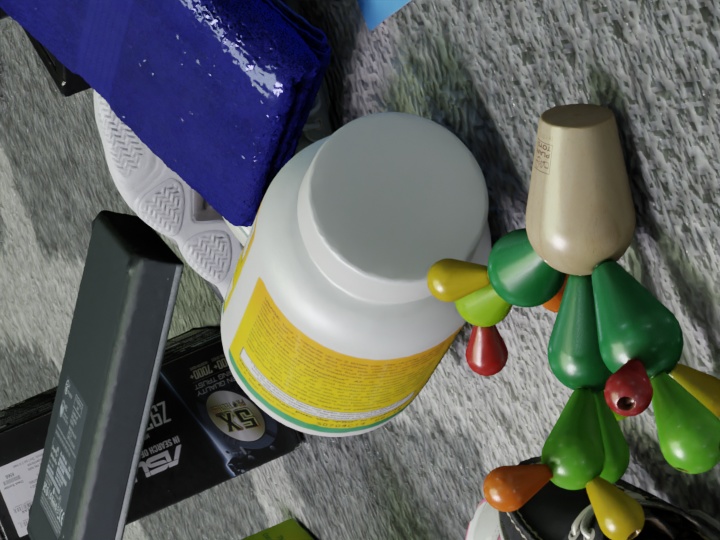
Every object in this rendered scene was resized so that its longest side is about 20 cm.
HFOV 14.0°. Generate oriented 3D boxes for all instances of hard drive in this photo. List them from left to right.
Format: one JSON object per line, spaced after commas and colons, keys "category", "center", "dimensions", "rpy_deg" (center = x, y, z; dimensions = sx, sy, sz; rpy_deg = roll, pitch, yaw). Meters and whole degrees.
{"category": "hard drive", "center": [-0.149, 0.075, 1.691], "dimensions": [0.140, 0.033, 0.200], "rpy_deg": [-139, 60, -71]}

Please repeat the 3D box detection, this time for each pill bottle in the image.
{"category": "pill bottle", "center": [0.000, 0.000, 1.400], "dimensions": [0.113, 0.113, 0.200], "rpy_deg": [64, 162, 14]}

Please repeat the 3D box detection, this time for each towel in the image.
{"category": "towel", "center": [-0.101, -0.127, 1.468], "dimensions": [0.200, 0.050, 0.148], "rpy_deg": [44, 150, 14]}

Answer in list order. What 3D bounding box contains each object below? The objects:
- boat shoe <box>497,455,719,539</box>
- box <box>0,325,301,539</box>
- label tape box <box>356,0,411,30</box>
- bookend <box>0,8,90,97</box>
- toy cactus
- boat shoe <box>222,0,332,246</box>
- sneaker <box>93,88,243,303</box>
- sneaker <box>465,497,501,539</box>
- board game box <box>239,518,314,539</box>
{"category": "boat shoe", "center": [0.121, 0.127, 1.237], "dimensions": [0.200, 0.074, 0.060], "rpy_deg": [45, 162, 46]}
{"category": "box", "center": [-0.160, 0.110, 1.868], "dimensions": [0.086, 0.200, 0.164], "rpy_deg": [68, 163, -5]}
{"category": "label tape box", "center": [-0.040, -0.207, 1.354], "dimensions": [0.200, 0.063, 0.144], "rpy_deg": [68, 164, 1]}
{"category": "bookend", "center": [-0.149, -0.161, 1.692], "dimensions": [0.199, 0.092, 0.200], "rpy_deg": [58, 161, 30]}
{"category": "toy cactus", "center": [0.084, 0.014, 1.224], "dimensions": [0.200, 0.102, 0.165], "rpy_deg": [-128, 32, -65]}
{"category": "boat shoe", "center": [-0.053, -0.091, 1.521], "dimensions": [0.072, 0.070, 0.201], "rpy_deg": [165, 86, -76]}
{"category": "sneaker", "center": [-0.098, -0.058, 1.633], "dimensions": [0.200, 0.075, 0.114], "rpy_deg": [55, 176, -35]}
{"category": "sneaker", "center": [0.118, 0.183, 1.333], "dimensions": [0.200, 0.081, 0.088], "rpy_deg": [61, 162, -4]}
{"category": "board game box", "center": [-0.014, 0.244, 1.847], "dimensions": [0.200, 0.048, 0.102], "rpy_deg": [37, 146, 60]}
